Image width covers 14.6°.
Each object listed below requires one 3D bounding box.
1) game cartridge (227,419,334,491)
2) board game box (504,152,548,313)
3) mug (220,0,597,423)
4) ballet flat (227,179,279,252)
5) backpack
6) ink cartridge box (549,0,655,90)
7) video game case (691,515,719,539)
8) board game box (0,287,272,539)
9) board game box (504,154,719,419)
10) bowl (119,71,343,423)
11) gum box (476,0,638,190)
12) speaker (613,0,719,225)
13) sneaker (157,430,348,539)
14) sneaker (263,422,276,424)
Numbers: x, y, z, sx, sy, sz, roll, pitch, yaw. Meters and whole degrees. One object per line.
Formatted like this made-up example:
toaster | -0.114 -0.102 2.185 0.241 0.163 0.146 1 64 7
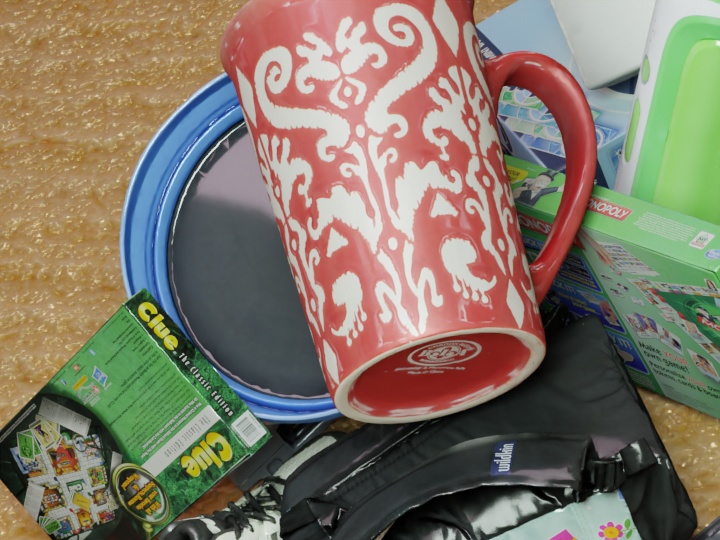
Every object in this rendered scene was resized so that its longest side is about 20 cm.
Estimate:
game cartridge | -0.029 0.024 1.643 0.200 0.042 0.133 -44 46 -2
board game box | 0.133 -0.056 1.656 0.200 0.028 0.135 -45 41 -17
mug | 0.036 -0.043 1.386 0.176 0.134 0.201 -15 66 1
ballet flat | -0.068 -0.039 1.633 0.075 0.068 0.200 -49 14 10
backpack | 0.062 0.126 1.431 0.199 0.127 0.167 -28 28 4
ink cartridge box | 0.168 -0.226 1.550 0.175 0.201 0.045 -23 -1 25
video game case | 0.274 0.139 1.361 0.180 0.026 0.200 -39 40 -10
board game box | -0.131 0.095 1.527 0.023 0.105 0.200 -37 -2 -40
board game box | 0.153 0.017 1.463 0.029 0.135 0.200 -42 34 -17
bowl | -0.030 -0.016 1.503 0.199 0.039 0.202 -3 77 15
gum box | 0.166 -0.129 1.650 0.199 0.045 0.170 -30 37 -5
speaker | 0.188 -0.084 1.510 0.088 0.201 0.089 7 33 -4
sneaker | -0.060 0.152 1.509 0.075 0.088 0.200 10 52 41
sneaker | 0.000 0.000 1.561 0.199 0.077 0.082 -33 55 3
